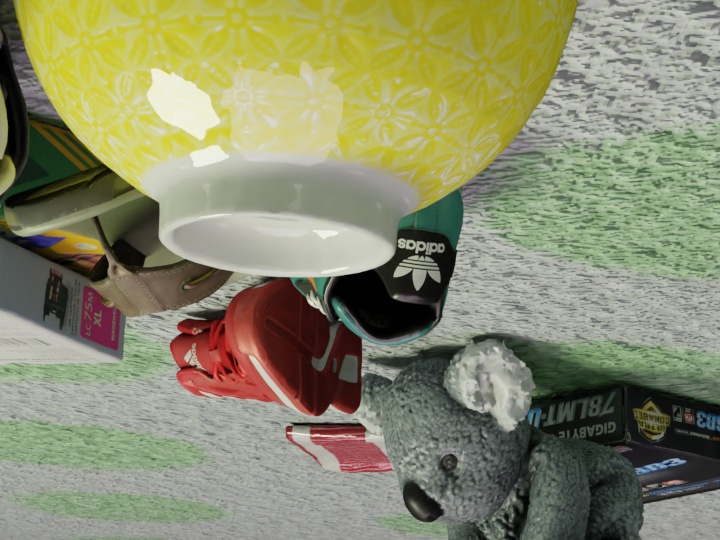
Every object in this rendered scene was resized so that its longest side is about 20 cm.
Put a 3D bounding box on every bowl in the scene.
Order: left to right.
[{"bbox_3d":[-0.025,-0.059,0.637,0.198,0.109,0.200,2,166,1],"label":"bowl"}]

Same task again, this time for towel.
[{"bbox_3d":[0.046,0.155,1.625,0.198,0.023,0.144,0,164,12],"label":"towel"}]

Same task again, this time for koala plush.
[{"bbox_3d":[0.084,0.137,1.290,0.201,0.184,0.177,52,143,-14],"label":"koala plush"}]

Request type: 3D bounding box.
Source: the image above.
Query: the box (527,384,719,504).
[{"bbox_3d":[0.196,0.141,1.467,0.197,0.050,0.199,14,158,-40],"label":"box"}]

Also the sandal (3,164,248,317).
[{"bbox_3d":[-0.076,-0.009,0.781,0.079,0.058,0.201,-17,167,14],"label":"sandal"}]

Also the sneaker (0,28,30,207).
[{"bbox_3d":[-0.152,-0.052,0.682,0.079,0.079,0.200,-9,-173,12],"label":"sneaker"}]

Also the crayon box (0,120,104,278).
[{"bbox_3d":[-0.165,-0.029,0.896,0.199,0.052,0.125,14,162,-37],"label":"crayon box"}]

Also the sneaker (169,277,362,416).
[{"bbox_3d":[-0.074,0.055,1.152,0.114,0.079,0.200,-2,163,15],"label":"sneaker"}]

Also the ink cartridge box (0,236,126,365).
[{"bbox_3d":[-0.206,0.007,0.861,0.118,0.042,0.200,-3,167,23],"label":"ink cartridge box"}]

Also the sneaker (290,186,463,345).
[{"bbox_3d":[0.000,0.000,0.910,0.071,0.081,0.200,6,166,-11],"label":"sneaker"}]
